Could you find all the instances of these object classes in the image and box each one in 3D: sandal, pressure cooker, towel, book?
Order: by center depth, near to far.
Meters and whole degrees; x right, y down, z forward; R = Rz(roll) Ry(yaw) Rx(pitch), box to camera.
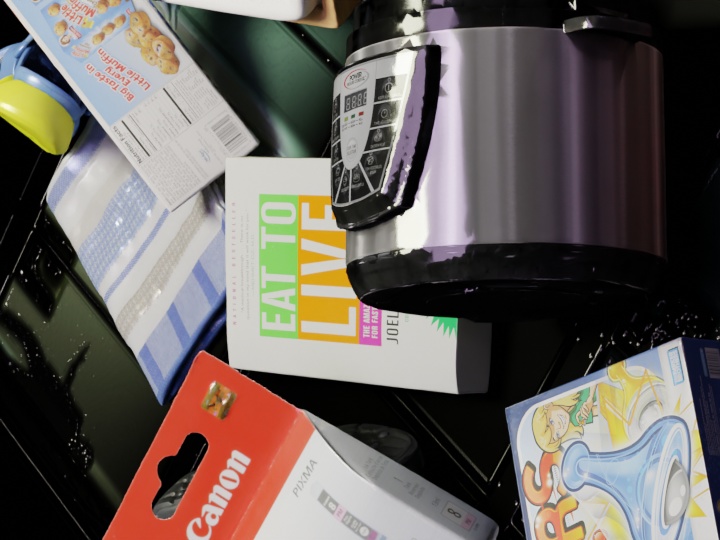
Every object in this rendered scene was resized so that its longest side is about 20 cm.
[{"bbox_3d":[0.075,-0.079,1.517,0.176,0.179,0.200,-1,82,13],"label":"pressure cooker"},{"bbox_3d":[0.000,0.000,1.691,0.200,0.048,0.134,3,91,47],"label":"book"},{"bbox_3d":[-0.136,-0.032,1.859,0.147,0.024,0.200,-55,49,29],"label":"towel"},{"bbox_3d":[-0.202,-0.127,1.881,0.087,0.079,0.200,-55,16,-3],"label":"sandal"}]

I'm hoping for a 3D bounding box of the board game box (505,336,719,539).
[{"bbox_3d":[0.149,0.150,1.504,0.135,0.034,0.200,-26,66,43],"label":"board game box"}]

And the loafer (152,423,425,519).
[{"bbox_3d":[-0.036,0.141,1.701,0.200,0.068,0.070,-18,108,38],"label":"loafer"}]

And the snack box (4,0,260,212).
[{"bbox_3d":[-0.152,-0.136,1.781,0.072,0.024,0.200,-37,94,4],"label":"snack box"}]

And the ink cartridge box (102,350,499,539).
[{"bbox_3d":[-0.044,0.166,1.631,0.200,0.057,0.163,29,113,2],"label":"ink cartridge box"}]

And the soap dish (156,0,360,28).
[{"bbox_3d":[-0.077,-0.237,1.742,0.200,0.081,0.158,15,123,49],"label":"soap dish"}]
